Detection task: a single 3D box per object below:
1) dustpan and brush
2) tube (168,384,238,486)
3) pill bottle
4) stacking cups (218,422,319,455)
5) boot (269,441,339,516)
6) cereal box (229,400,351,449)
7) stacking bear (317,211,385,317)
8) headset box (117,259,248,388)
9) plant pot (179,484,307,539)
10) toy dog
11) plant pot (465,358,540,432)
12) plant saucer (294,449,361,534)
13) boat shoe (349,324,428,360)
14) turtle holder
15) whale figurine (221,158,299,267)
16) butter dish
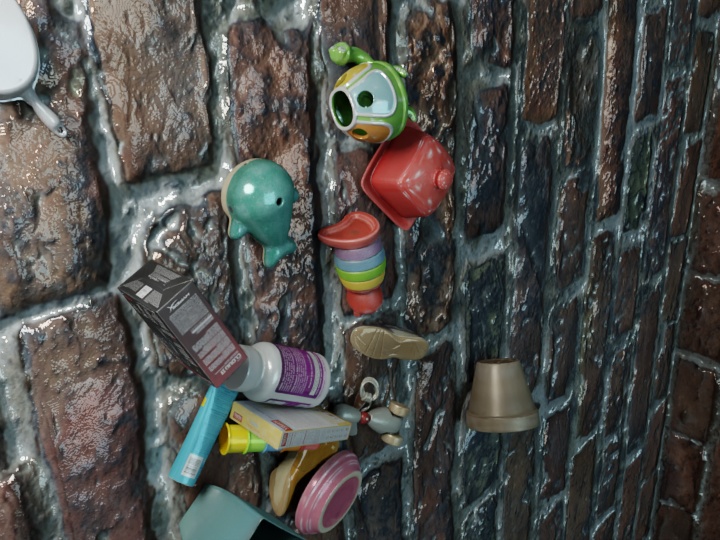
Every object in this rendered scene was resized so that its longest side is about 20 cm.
[{"bbox_3d":[-0.459,-0.256,0.850,0.140,0.057,0.200,-50,124,-19],"label":"dustpan and brush"},{"bbox_3d":[-0.285,0.291,1.185,0.201,0.050,0.077,-65,150,-13],"label":"tube"},{"bbox_3d":[-0.160,0.197,1.226,0.199,0.112,0.113,21,88,-45],"label":"pill bottle"},{"bbox_3d":[-0.171,0.326,1.254,0.199,0.060,0.061,7,98,-28],"label":"stacking cups"},{"bbox_3d":[-0.113,0.411,1.365,0.143,0.071,0.203,5,95,-41],"label":"boot"},{"bbox_3d":[-0.133,0.291,1.245,0.199,0.143,0.040,10,97,-50],"label":"cereal box"},{"bbox_3d":[0.000,0.000,1.327,0.121,0.113,0.201,-32,127,-32],"label":"stacking bear"},{"bbox_3d":[-0.283,0.093,1.050,0.077,0.148,0.201,-46,128,-23],"label":"headset box"},{"bbox_3d":[-0.233,0.491,1.184,0.142,0.199,0.141,-56,133,-16],"label":"plant pot"},{"bbox_3d":[0.020,0.329,1.474,0.200,0.096,0.132,42,75,-27],"label":"toy dog"},{"bbox_3d":[0.382,0.332,1.751,0.199,0.199,0.175,-2,88,-43],"label":"plant pot"},{"bbox_3d":[-0.061,0.495,1.416,0.200,0.051,0.201,-40,144,-37],"label":"plant saucer"},{"bbox_3d":[0.059,0.158,1.459,0.199,0.065,0.072,10,105,-26],"label":"boat shoe"},{"bbox_3d":[0.012,-0.331,1.207,0.131,0.141,0.187,-21,118,-37],"label":"turtle holder"},{"bbox_3d":[-0.160,-0.097,1.140,0.159,0.103,0.201,-37,125,-31],"label":"whale figurine"},{"bbox_3d":[0.130,-0.200,1.356,0.199,0.147,0.201,40,75,-42],"label":"butter dish"}]
